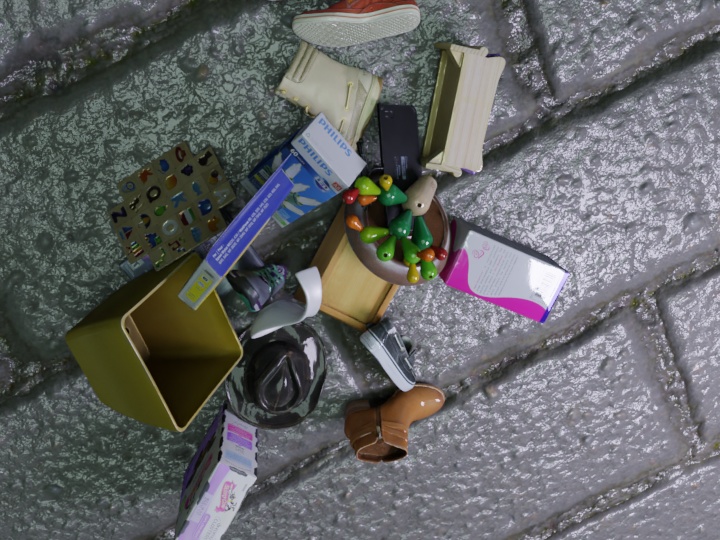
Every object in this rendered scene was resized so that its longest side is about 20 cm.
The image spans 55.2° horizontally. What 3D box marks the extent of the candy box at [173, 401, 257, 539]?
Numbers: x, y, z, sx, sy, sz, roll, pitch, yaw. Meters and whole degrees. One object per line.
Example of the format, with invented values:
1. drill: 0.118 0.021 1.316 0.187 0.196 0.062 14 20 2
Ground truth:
1. candy box: -0.244 0.351 1.180 0.071 0.200 0.169 27 101 -16

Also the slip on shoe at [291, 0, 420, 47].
1. slip on shoe: -0.008 -0.392 1.059 0.197 0.074 0.062 -10 74 1

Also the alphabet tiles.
1. alphabet tiles: -0.298 -0.103 1.084 0.198 0.006 0.168 -31 74 3

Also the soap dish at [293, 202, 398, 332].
1. soap dish: 0.000 0.000 1.168 0.156 0.081 0.202 26 101 -15

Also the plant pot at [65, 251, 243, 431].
1. plant pot: -0.336 0.114 1.088 0.174 0.200 0.202 -7 117 28

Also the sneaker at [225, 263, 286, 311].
1. sneaker: -0.158 0.012 1.091 0.087 0.200 0.075 -39 93 -8

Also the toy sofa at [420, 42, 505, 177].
1. toy sofa: 0.155 -0.259 1.109 0.096 0.083 0.203 5 107 -15

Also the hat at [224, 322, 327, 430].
1. hat: -0.142 0.183 1.186 0.197 0.081 0.204 -1 93 -11

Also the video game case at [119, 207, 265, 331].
1. video game case: -0.281 -0.008 1.159 0.199 0.019 0.144 -33 109 4

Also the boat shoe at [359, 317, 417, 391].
1. boat shoe: 0.067 0.148 1.194 0.071 0.072 0.200 -39 145 -2

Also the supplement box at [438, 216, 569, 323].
1. supplement box: 0.239 -0.002 1.191 0.198 0.104 0.102 22 104 -15

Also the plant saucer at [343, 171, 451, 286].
1. plant saucer: 0.069 -0.075 1.117 0.197 0.032 0.203 9 69 -22

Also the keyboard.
1. keyboard: 0.043 -0.159 1.075 0.126 0.020 0.204 -4 90 -32

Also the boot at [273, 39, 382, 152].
1. boot: -0.069 -0.240 1.087 0.154 0.073 0.202 22 101 -15

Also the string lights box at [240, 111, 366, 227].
1. string lights box: -0.091 -0.148 1.052 0.103 0.199 0.059 46 55 -15

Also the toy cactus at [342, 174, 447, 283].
1. toy cactus: 0.070 -0.084 1.034 0.200 0.102 0.166 43 58 -15

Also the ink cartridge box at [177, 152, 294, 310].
1. ink cartridge box: -0.175 -0.054 1.009 0.047 0.200 0.199 41 57 -11

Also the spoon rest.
1. spoon rest: -0.114 0.066 1.102 0.099 0.200 0.061 -21 75 -36

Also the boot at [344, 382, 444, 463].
1. boot: 0.070 0.277 1.225 0.197 0.155 0.075 -13 109 -4
